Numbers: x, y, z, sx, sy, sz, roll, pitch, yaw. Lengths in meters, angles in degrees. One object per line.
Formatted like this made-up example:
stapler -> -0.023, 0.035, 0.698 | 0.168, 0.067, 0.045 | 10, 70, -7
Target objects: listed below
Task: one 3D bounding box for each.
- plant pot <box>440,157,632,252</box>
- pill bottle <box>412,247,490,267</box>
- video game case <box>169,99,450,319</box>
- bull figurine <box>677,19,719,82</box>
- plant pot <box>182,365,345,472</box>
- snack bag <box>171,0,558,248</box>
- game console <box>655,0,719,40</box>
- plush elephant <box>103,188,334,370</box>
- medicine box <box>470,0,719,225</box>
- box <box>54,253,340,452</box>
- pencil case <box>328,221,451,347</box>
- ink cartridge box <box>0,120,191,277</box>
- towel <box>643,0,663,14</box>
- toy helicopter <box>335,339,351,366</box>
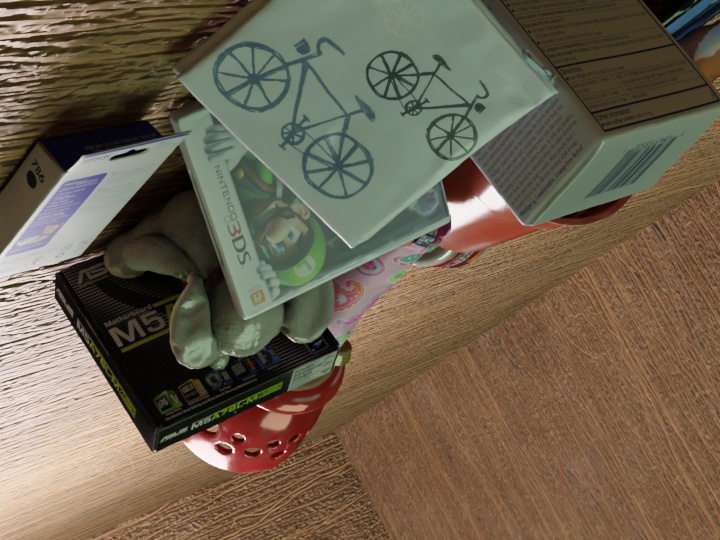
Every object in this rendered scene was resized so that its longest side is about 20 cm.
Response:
plant pot -> 0.137, -0.114, 1.299 | 0.200, 0.202, 0.195 | -23, 177, -29
pill bottle -> 0.102, -0.058, 1.644 | 0.109, 0.110, 0.200 | -32, 169, 18
video game case -> -0.033, -0.080, 1.072 | 0.199, 0.183, 0.023 | -26, -150, -17
bull figurine -> 0.346, -0.210, 1.437 | 0.199, 0.065, 0.121 | -35, 174, -10
plant pot -> -0.131, 0.132, 1.720 | 0.200, 0.201, 0.183 | -21, 160, -36
snack bag -> 0.005, -0.131, 0.914 | 0.200, 0.189, 0.021 | -37, -154, 21
game console -> 0.339, -0.265, 1.401 | 0.200, 0.031, 0.177 | -38, 176, 14
plush elephant -> -0.116, 0.014, 1.162 | 0.164, 0.156, 0.200 | -2, 161, -24
medicine box -> 0.147, -0.155, 1.032 | 0.182, 0.200, 0.103 | -18, 155, -45
box -> -0.151, 0.048, 1.250 | 0.199, 0.194, 0.048 | -22, 152, -29
pencil case -> 0.000, 0.000, 1.295 | 0.087, 0.088, 0.200 | -15, 155, -52
ink cartridge box -> -0.214, -0.059, 1.002 | 0.099, 0.039, 0.200 | -18, 167, -44
towel -> 0.214, -0.218, 1.423 | 0.144, 0.023, 0.200 | -20, 166, -38
toy helicopter -> -0.099, 0.062, 1.534 | 0.132, 0.199, 0.079 | -37, 144, -65
